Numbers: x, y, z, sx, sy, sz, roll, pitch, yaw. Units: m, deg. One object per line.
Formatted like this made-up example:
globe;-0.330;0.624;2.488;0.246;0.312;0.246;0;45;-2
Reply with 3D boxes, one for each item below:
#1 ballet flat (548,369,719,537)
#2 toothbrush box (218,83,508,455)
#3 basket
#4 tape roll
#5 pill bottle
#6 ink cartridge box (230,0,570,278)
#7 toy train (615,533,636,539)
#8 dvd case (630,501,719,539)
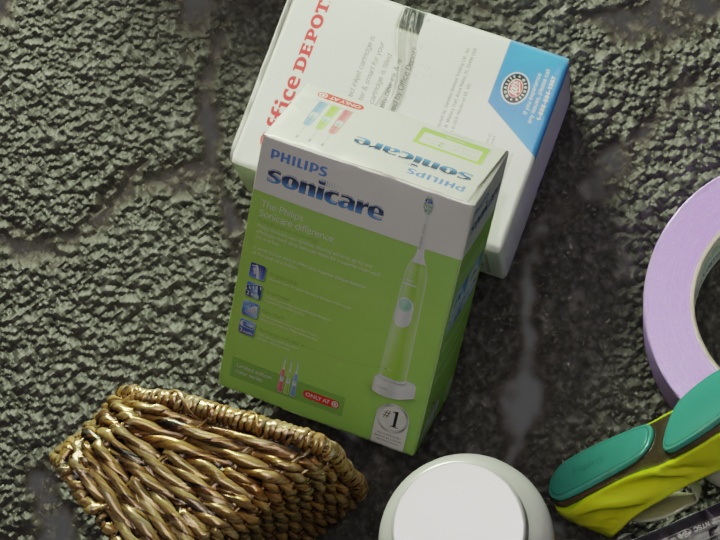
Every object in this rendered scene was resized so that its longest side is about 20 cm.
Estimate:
ballet flat;0.209;0.120;1.589;0.067;0.200;0.067;42;41;-17
toothbrush box;0.000;0.000;1.617;0.145;0.201;0.086;19;34;11
basket;-0.099;0.126;1.594;0.149;0.200;0.143;-41;74;-2
tape roll;0.289;0.029;1.644;0.199;0.066;0.201;-1;77;6
pill bottle;0.070;0.178;1.561;0.110;0.200;0.112;-2;76;6
ink cartridge box;0.029;-0.099;1.695;0.199;0.084;0.145;19;79;10
toy train;0.217;0.262;1.597;0.042;0.056;0.201;-29;75;14
dvd case;0.232;0.253;1.549;0.148;0.016;0.201;-26;75;22
